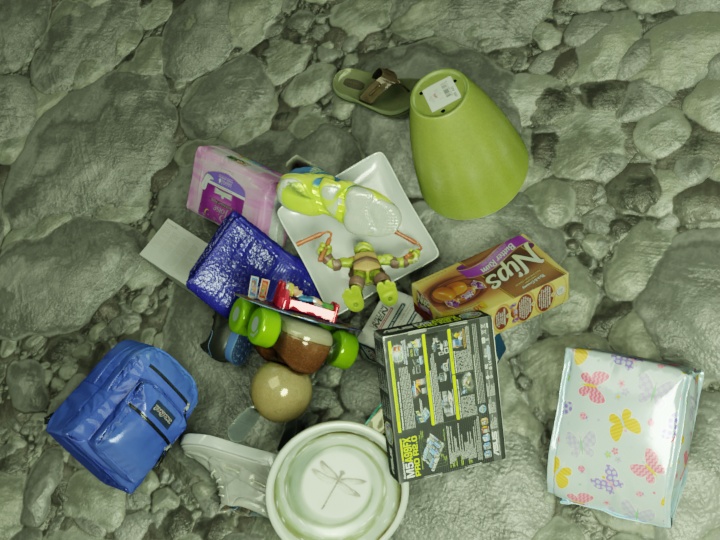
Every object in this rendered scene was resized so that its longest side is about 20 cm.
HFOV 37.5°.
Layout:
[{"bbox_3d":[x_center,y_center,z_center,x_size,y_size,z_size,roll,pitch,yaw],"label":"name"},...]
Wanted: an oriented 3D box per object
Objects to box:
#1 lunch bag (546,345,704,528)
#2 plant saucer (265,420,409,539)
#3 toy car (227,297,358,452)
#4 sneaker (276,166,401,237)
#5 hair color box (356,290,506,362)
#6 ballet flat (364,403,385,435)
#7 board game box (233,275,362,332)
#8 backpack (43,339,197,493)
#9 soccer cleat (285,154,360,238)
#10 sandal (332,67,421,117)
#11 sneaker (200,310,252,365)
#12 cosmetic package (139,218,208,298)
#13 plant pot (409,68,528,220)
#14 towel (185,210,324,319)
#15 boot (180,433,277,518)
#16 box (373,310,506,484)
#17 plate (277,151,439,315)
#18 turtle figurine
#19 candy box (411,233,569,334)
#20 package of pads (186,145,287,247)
[{"bbox_3d":[0.333,0.210,1.351,0.167,0.127,0.204,9,90,27],"label":"lunch bag"},{"bbox_3d":[-0.033,0.297,1.454,0.199,0.202,0.050,-35,13,0],"label":"plant saucer"},{"bbox_3d":[-0.121,0.163,1.566,0.157,0.162,0.203,17,89,62],"label":"toy car"},{"bbox_3d":[-0.030,-0.118,1.636,0.197,0.077,0.105,19,26,-8],"label":"sneaker"},{"bbox_3d":[0.103,0.109,1.554,0.198,0.061,0.101,21,68,32],"label":"hair color box"},{"bbox_3d":[0.003,0.261,1.509,0.200,0.070,0.069,-45,54,-8],"label":"ballet flat"},{"bbox_3d":[-0.083,0.044,1.546,0.156,0.199,0.040,17,91,35],"label":"board game box"},{"bbox_3d":[-0.340,0.217,1.614,0.166,0.163,0.201,6,51,46],"label":"backpack"},{"bbox_3d":[-0.061,-0.117,1.747,0.070,0.087,0.200,-42,54,-6],"label":"soccer cleat"},{"bbox_3d":[0.028,-0.320,1.849,0.198,0.057,0.081,16,68,30],"label":"sandal"},{"bbox_3d":[-0.190,0.054,1.711,0.077,0.070,0.202,14,66,30],"label":"sneaker"},{"bbox_3d":[-0.279,-0.007,1.799,0.199,0.051,0.083,30,78,34],"label":"cosmetic package"},{"bbox_3d":[0.150,-0.213,1.642,0.184,0.201,0.190,-11,56,17],"label":"plant pot"},{"bbox_3d":[-0.157,0.020,1.648,0.149,0.199,0.049,-59,20,-18],"label":"towel"},{"bbox_3d":[-0.198,0.305,1.562,0.197,0.074,0.097,7,69,33],"label":"boot"},{"bbox_3d":[0.107,0.167,1.414,0.157,0.204,0.044,-10,10,-15],"label":"box"},{"bbox_3d":[-0.004,-0.057,1.682,0.198,0.032,0.202,-29,77,-2],"label":"plate"},{"bbox_3d":[0.000,0.000,1.597,0.196,0.065,0.162,3,31,-6],"label":"turtle figurine"},{"bbox_3d":[0.186,0.031,1.517,0.197,0.057,0.117,-24,41,-17],"label":"candy box"},{"bbox_3d":[-0.201,-0.125,1.795,0.198,0.075,0.123,26,111,34],"label":"package of pads"}]
